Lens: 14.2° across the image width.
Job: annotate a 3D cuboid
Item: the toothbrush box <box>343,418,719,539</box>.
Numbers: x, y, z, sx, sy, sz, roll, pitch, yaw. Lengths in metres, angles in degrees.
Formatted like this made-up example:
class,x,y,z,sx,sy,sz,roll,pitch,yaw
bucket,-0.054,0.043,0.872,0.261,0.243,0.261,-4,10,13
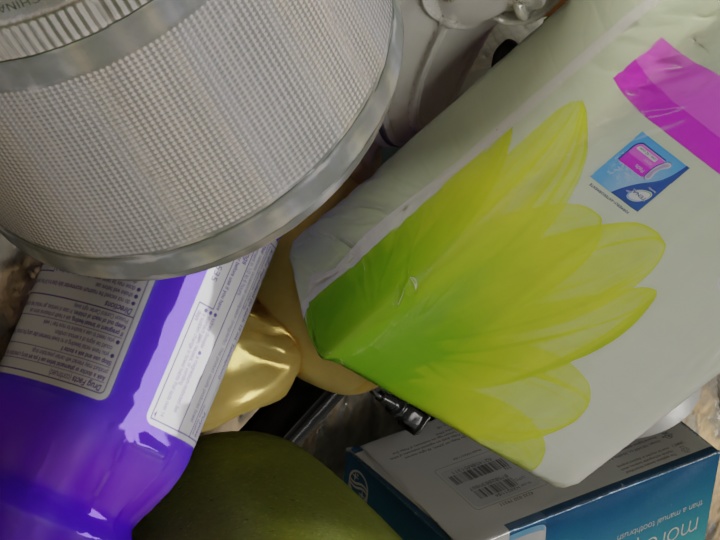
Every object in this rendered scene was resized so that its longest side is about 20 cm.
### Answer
class,x,y,z,sx,sy,sz,roll,pitch,yaw
toothbrush box,0.067,0.159,1.290,0.146,0.085,0.200,-16,129,-32

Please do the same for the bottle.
class,x,y,z,sx,sy,sz,roll,pitch,yaw
bottle,-0.094,0.046,1.053,0.065,0.084,0.200,29,78,-38

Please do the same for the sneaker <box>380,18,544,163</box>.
class,x,y,z,sx,sy,sz,roll,pitch,yaw
sneaker,0.030,-0.067,1.221,0.200,0.074,0.082,-13,134,-52

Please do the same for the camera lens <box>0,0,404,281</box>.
class,x,y,z,sx,sy,sz,roll,pitch,yaw
camera lens,-0.085,-0.105,0.927,0.160,0.160,0.200,-59,145,-22

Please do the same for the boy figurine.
class,x,y,z,sx,sy,sz,roll,pitch,yaw
boy figurine,0.000,0.000,1.126,0.200,0.064,0.124,-35,141,-4

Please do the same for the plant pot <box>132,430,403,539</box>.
class,x,y,z,sx,sy,sz,roll,pitch,yaw
plant pot,-0.033,0.157,1.081,0.187,0.200,0.187,-7,126,-10

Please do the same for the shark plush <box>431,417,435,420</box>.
class,x,y,z,sx,sy,sz,roll,pitch,yaw
shark plush,0.058,0.053,1.312,0.083,0.091,0.200,-46,156,14

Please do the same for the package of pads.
class,x,y,z,sx,sy,sz,roll,pitch,yaw
package of pads,0.094,-0.018,1.060,0.200,0.068,0.154,-40,136,19

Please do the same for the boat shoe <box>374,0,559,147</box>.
class,x,y,z,sx,sy,sz,roll,pitch,yaw
boat shoe,0.047,-0.118,1.012,0.072,0.066,0.200,-33,150,-51

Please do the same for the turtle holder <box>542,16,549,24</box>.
class,x,y,z,sx,sy,sz,roll,pitch,yaw
turtle holder,0.141,-0.060,1.192,0.185,0.132,0.141,-9,150,-30

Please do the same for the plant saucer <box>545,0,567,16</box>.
class,x,y,z,sx,sy,sz,roll,pitch,yaw
plant saucer,0.035,-0.170,1.048,0.037,0.200,0.200,-72,157,-50

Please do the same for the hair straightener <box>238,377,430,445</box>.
class,x,y,z,sx,sy,sz,roll,pitch,yaw
hair straightener,0.007,0.030,1.217,0.200,0.041,0.077,-42,118,-37

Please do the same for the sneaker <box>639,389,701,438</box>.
class,x,y,z,sx,sy,sz,roll,pitch,yaw
sneaker,0.112,-0.016,1.290,0.200,0.073,0.085,-96,162,-58
